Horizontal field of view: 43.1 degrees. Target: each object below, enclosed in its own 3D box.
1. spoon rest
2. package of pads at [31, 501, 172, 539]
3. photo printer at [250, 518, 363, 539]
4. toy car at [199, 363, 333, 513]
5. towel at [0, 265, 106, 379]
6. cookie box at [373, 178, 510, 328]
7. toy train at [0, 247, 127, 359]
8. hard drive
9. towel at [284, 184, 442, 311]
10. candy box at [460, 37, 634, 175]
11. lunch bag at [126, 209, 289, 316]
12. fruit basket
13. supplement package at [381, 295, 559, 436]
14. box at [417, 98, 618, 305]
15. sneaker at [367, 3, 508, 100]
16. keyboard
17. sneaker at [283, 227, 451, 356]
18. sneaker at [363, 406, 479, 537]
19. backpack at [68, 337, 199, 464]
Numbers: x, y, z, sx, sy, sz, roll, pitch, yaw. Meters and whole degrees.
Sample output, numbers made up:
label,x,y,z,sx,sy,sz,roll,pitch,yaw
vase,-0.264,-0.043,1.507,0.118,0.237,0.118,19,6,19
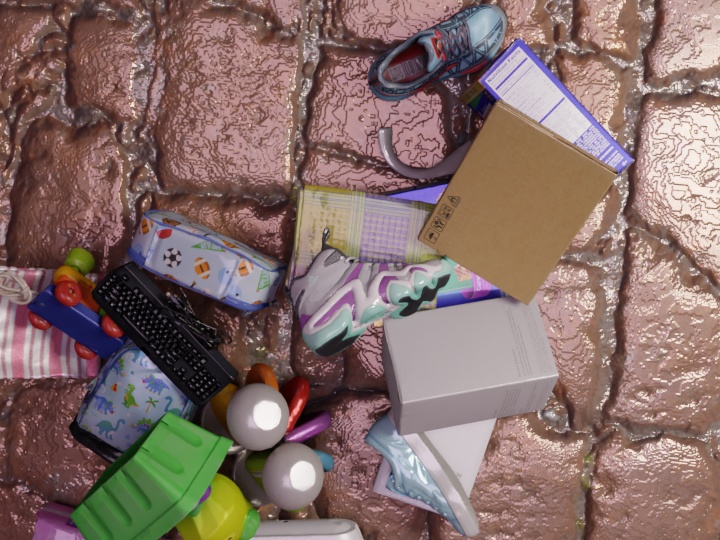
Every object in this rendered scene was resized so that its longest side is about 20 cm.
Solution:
label,x,y,z,sx,sy,sz,roll,pitch,yaw
spoon rest,0.118,-0.144,1.181,0.198,0.099,0.061,12,108,20
package of pads,-0.368,0.415,1.275,0.198,0.076,0.122,18,100,0
photo printer,-0.086,0.430,1.268,0.197,0.069,0.168,-2,97,3
toy car,-0.109,0.218,1.216,0.149,0.175,0.201,-33,95,-31
towel,-0.423,0.070,1.189,0.030,0.199,0.148,6,90,43
cookie box,0.098,-0.028,1.203,0.198,0.075,0.173,-11,96,5
toy train,-0.379,0.014,1.167,0.200,0.116,0.084,39,127,-24
hard drive,0.108,0.230,1.258,0.131,0.026,0.202,18,97,0
towel,0.006,-0.028,1.161,0.198,0.023,0.145,7,96,4
candy box,0.225,-0.180,1.133,0.077,0.169,0.200,-44,93,3
lunch bag,-0.188,-0.011,1.178,0.198,0.160,0.076,26,95,5
fruit basket,-0.224,0.299,1.135,0.213,0.156,0.218,7,119,14
supplement package,0.133,0.120,1.164,0.198,0.122,0.121,-9,62,-5
box,0.182,-0.076,1.081,0.163,0.021,0.201,31,119,2
sneaker,0.103,-0.276,1.163,0.199,0.096,0.080,-29,95,5
keyboard,-0.238,0.075,1.113,0.104,0.040,0.200,-41,98,20
sneaker,0.000,0.000,1.110,0.198,0.078,0.141,-25,65,-13
sneaker,0.079,0.281,1.221,0.082,0.074,0.201,-36,83,7
backpack,-0.285,0.167,1.219,0.162,0.154,0.201,31,86,2
